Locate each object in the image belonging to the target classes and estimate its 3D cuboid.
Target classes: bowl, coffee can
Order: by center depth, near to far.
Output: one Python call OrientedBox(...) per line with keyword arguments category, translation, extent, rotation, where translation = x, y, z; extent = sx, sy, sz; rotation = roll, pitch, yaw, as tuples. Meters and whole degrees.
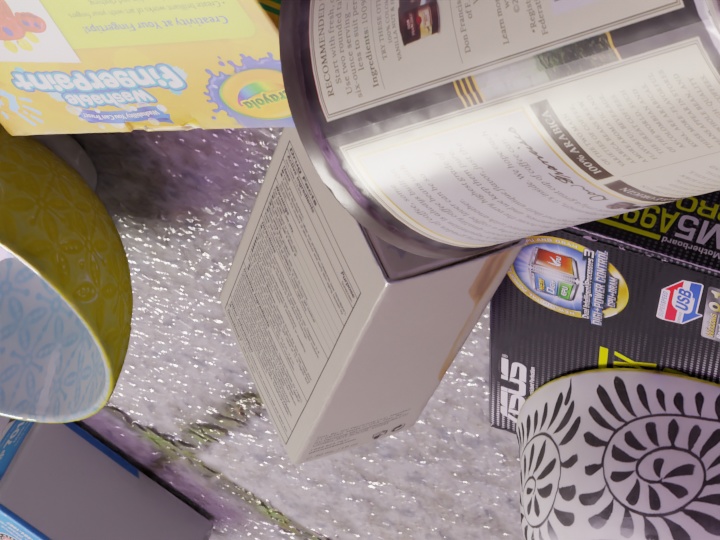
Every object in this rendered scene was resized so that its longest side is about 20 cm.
OrientedBox(category="coffee can", translation=(0.089, -0.092, 0.797), extent=(0.200, 0.146, 0.146), rotation=(-13, 132, 47))
OrientedBox(category="bowl", translation=(0.153, 0.143, 1.075), extent=(0.200, 0.094, 0.201), rotation=(20, 150, 12))
OrientedBox(category="bowl", translation=(-0.195, -0.022, 1.155), extent=(0.200, 0.108, 0.200), rotation=(18, 148, 12))

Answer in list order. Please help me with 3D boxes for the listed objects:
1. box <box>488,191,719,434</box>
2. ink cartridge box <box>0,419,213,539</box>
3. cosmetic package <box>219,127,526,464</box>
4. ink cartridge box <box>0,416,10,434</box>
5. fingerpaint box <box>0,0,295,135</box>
OrientedBox(category="box", translation=(0.141, 0.032, 1.048), extent=(0.160, 0.044, 0.200), rotation=(18, 149, 13))
OrientedBox(category="ink cartridge box", translation=(-0.217, 0.181, 1.502), extent=(0.146, 0.086, 0.200), rotation=(39, 148, -20))
OrientedBox(category="cosmetic package", translation=(0.000, 0.000, 1.035), extent=(0.105, 0.071, 0.200), rotation=(66, 157, 19))
OrientedBox(category="ink cartridge box", translation=(-0.325, 0.079, 1.341), extent=(0.200, 0.176, 0.084), rotation=(14, 147, 21))
OrientedBox(category="fingerpaint box", translation=(-0.108, -0.139, 0.945), extent=(0.200, 0.073, 0.167), rotation=(1, 140, 38))
